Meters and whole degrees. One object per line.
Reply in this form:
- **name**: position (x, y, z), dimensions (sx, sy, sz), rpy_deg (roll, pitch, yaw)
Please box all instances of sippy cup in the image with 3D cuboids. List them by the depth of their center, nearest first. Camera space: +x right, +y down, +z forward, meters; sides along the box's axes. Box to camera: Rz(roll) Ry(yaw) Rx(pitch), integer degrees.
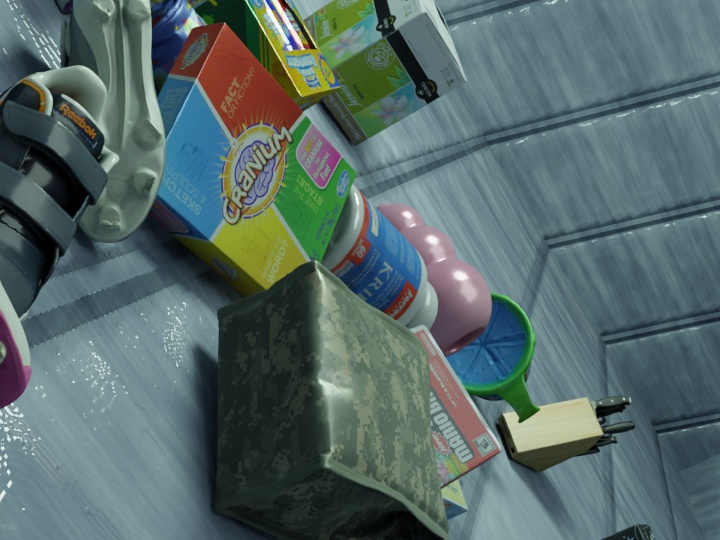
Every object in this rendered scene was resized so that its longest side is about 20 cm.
- **sippy cup**: position (0.174, 0.114, 1.286), dimensions (0.130, 0.137, 0.181), rpy_deg (51, 41, -64)

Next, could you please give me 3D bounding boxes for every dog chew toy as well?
- **dog chew toy**: position (0.074, 0.004, 1.170), dimensions (0.201, 0.124, 0.124), rpy_deg (58, 15, 19)

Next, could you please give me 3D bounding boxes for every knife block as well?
- **knife block**: position (0.316, 0.230, 1.420), dimensions (0.200, 0.174, 0.065), rpy_deg (35, 29, -55)

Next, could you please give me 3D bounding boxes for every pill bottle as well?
- **pill bottle**: position (0.000, 0.000, 0.955), dimensions (0.200, 0.111, 0.113), rpy_deg (41, 26, -48)

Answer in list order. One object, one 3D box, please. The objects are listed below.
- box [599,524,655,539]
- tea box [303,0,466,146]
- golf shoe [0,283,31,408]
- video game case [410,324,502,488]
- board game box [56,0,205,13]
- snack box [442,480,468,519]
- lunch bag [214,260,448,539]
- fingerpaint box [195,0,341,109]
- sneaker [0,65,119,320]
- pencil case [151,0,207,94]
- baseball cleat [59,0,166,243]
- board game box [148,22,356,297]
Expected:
- **box**: position (0.400, 0.483, 1.376), dimensions (0.132, 0.114, 0.202), rpy_deg (30, 36, -62)
- **tea box**: position (0.030, -0.327, 1.418), dimensions (0.134, 0.195, 0.201), rpy_deg (49, 20, -36)
- **golf shoe**: position (-0.214, -0.026, 0.434), dimensions (0.201, 0.075, 0.092), rpy_deg (57, 14, -20)
- **video game case**: position (0.033, 0.131, 0.848), dimensions (0.199, 0.017, 0.144), rpy_deg (-15, 68, -49)
- **board game box**: position (-0.198, -0.292, 0.845), dimensions (0.104, 0.104, 0.200), rpy_deg (61, 17, -3)
- **snack box**: position (0.036, 0.166, 0.927), dimensions (0.200, 0.037, 0.117), rpy_deg (39, 29, -51)
- **lunch bag**: position (-0.010, 0.117, 0.711), dimensions (0.199, 0.117, 0.166), rpy_deg (36, 37, -43)
- **fingerpaint box**: position (-0.110, -0.264, 1.114), dimensions (0.168, 0.073, 0.200), rpy_deg (60, 17, -5)
- **sneaker**: position (-0.189, -0.052, 0.539), dimensions (0.079, 0.079, 0.202), rpy_deg (48, 23, -39)
- **pencil case**: position (-0.131, -0.148, 0.860), dimensions (0.201, 0.086, 0.079), rpy_deg (51, 44, -29)
- **baseball cleat**: position (-0.179, -0.113, 0.679), dimensions (0.069, 0.106, 0.203), rpy_deg (7, 78, -26)
- **board game box**: position (-0.094, -0.076, 0.787), dimensions (0.200, 0.040, 0.155), rpy_deg (44, 58, -44)
